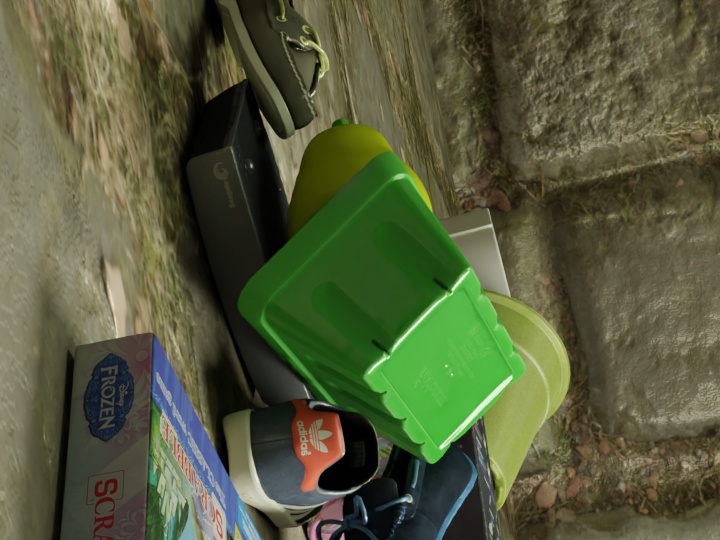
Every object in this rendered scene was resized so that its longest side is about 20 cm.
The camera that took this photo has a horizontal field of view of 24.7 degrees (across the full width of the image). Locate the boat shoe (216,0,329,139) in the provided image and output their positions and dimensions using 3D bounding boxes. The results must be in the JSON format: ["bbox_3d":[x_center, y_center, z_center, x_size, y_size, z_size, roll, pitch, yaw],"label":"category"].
[{"bbox_3d":[-0.058,-0.159,1.173,0.202,0.060,0.072,-116,-172,-56],"label":"boat shoe"}]

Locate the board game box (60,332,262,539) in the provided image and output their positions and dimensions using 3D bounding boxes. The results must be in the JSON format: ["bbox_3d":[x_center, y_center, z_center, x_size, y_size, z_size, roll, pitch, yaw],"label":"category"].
[{"bbox_3d":[-0.084,0.167,0.753,0.200,0.041,0.200,70,12,-48],"label":"board game box"}]

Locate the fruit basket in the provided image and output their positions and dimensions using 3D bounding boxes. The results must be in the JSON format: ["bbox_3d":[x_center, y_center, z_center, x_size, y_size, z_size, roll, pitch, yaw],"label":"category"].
[{"bbox_3d":[0.000,0.000,1.064,0.216,0.156,0.216,44,-6,6],"label":"fruit basket"}]

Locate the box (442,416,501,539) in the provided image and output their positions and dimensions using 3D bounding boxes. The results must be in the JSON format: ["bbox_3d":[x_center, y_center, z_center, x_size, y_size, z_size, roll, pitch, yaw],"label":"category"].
[{"bbox_3d":[0.046,0.172,1.368,0.106,0.122,0.200,67,15,-56],"label":"box"}]

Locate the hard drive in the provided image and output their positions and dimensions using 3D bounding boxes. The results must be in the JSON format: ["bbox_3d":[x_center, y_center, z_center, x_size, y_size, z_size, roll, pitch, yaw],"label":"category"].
[{"bbox_3d":[-0.069,-0.014,1.110,0.135,0.042,0.200,-87,163,-62],"label":"hard drive"}]

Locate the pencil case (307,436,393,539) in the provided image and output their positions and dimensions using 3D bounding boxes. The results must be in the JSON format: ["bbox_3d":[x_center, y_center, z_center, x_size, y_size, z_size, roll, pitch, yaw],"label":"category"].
[{"bbox_3d":[-0.001,0.128,1.256,0.200,0.087,0.087,-92,168,-48],"label":"pencil case"}]

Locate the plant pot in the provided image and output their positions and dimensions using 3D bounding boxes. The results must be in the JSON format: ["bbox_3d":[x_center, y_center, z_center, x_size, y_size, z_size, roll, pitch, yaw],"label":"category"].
[{"bbox_3d":[0.099,0.151,1.654,0.190,0.200,0.200,-68,148,-53],"label":"plant pot"}]

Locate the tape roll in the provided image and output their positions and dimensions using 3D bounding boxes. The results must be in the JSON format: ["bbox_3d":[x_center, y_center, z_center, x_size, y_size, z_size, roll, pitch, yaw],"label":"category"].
[{"bbox_3d":[0.100,0.043,1.839,0.203,0.139,0.203,-15,90,-85],"label":"tape roll"}]

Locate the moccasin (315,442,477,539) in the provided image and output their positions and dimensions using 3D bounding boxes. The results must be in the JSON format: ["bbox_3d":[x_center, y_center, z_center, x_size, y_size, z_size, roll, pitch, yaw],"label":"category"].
[{"bbox_3d":[0.011,0.171,1.105,0.068,0.080,0.200,49,31,-7],"label":"moccasin"}]

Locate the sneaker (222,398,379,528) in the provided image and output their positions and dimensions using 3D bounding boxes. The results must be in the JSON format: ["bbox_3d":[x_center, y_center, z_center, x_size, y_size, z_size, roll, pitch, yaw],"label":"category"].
[{"bbox_3d":[-0.025,0.125,1.072,0.200,0.084,0.075,42,37,-77],"label":"sneaker"}]
